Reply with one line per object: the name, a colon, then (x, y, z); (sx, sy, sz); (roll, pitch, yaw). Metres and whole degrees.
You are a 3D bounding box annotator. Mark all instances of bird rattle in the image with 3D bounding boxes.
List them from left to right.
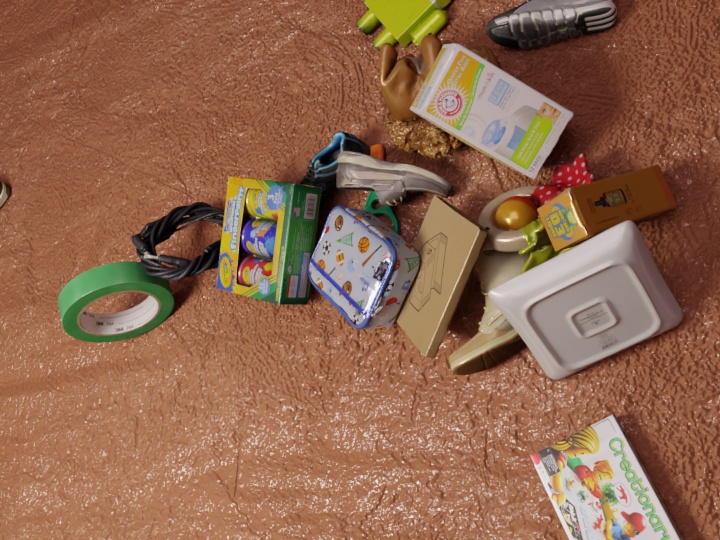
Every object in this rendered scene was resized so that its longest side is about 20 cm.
bird rattle: (0.245, -0.084, 1.082); (0.162, 0.113, 0.201); (0, 51, 31)

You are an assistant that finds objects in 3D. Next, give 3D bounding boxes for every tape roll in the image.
tape roll: (-0.444, 0.060, 1.401); (0.200, 0.200, 0.048); (-33, 60, 17)

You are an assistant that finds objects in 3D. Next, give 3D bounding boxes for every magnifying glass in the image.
magnifying glass: (0.029, -0.118, 1.298); (0.079, 0.022, 0.201); (-9, 72, 27)

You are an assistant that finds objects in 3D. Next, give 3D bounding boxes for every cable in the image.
cable: (-0.304, -0.056, 1.385); (0.199, 0.051, 0.163); (-22, 46, -28)

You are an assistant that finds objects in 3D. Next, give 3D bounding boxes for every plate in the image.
plate: (0.297, 0.054, 0.990); (0.199, 0.200, 0.032); (-29, 34, 18)

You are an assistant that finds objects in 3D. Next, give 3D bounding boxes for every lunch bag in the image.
lunch bag: (0.000, 0.000, 1.213); (0.200, 0.075, 0.161); (44, 115, 46)

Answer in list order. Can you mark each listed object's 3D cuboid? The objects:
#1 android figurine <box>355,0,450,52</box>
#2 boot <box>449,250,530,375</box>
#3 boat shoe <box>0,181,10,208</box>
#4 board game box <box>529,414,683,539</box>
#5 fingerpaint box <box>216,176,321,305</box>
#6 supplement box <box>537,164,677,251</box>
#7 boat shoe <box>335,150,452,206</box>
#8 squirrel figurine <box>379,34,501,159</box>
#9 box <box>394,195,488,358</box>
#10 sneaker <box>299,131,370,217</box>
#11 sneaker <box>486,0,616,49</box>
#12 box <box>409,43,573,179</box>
android figurine: (0.087, -0.482, 1.366); (0.200, 0.041, 0.182); (-43, 58, 12)
boot: (0.188, 0.045, 1.119); (0.200, 0.073, 0.156); (-36, 62, 8)
boat shoe: (-0.916, -0.135, 1.806); (0.075, 0.075, 0.203); (37, 95, 33)
board game box: (0.320, 0.305, 0.988); (0.126, 0.035, 0.201); (-32, 61, 17)
fingerpaint box: (-0.160, -0.053, 1.311); (0.166, 0.073, 0.201); (12, 96, 40)
supplement box: (0.326, -0.084, 1.006); (0.069, 0.199, 0.067); (-31, 77, 52)
boat shoe: (0.052, -0.140, 1.253); (0.199, 0.074, 0.074); (16, 94, 19)
squirrel figurine: (0.136, -0.276, 1.239); (0.186, 0.141, 0.201); (4, 90, 20)
box: (0.109, 0.005, 1.137); (0.201, 0.021, 0.164); (-69, 26, 15)
sneaker: (-0.076, -0.161, 1.333); (0.200, 0.082, 0.073); (-48, 60, 10)
sneaker: (0.300, -0.424, 1.216); (0.199, 0.075, 0.116); (-2, 68, 18)
box: (0.186, -0.233, 1.120); (0.199, 0.101, 0.113); (28, 101, -11)
